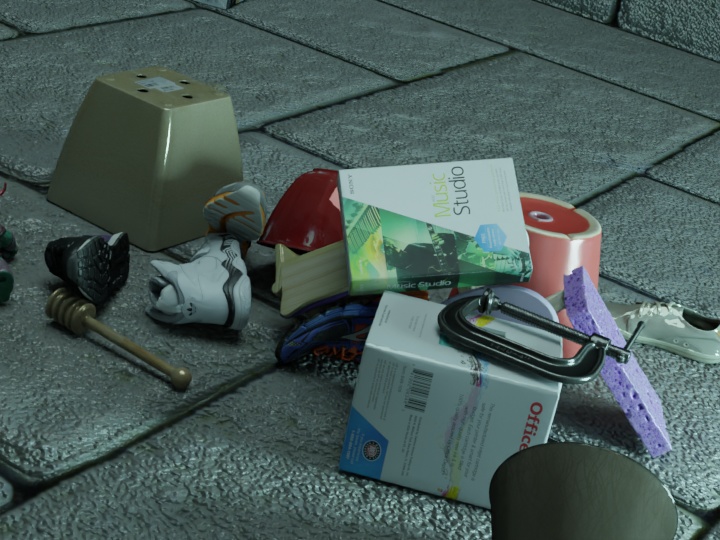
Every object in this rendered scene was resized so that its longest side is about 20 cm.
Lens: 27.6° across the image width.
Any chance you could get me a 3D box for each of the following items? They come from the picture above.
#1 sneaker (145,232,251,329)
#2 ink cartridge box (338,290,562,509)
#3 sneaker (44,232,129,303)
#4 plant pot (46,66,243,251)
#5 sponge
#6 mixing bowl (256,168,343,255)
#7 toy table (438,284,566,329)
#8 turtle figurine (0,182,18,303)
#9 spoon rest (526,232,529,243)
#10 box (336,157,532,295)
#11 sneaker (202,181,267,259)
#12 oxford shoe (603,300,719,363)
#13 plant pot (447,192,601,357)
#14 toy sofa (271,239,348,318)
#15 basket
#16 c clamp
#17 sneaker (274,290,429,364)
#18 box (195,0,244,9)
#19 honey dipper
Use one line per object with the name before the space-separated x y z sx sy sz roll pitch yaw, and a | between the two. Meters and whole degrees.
sneaker | -0.198 0.006 1.738 0.113 0.076 0.200 3 23 -16
ink cartridge box | 0.096 0.134 1.505 0.197 0.149 0.146 14 23 4
sneaker | -0.330 -0.005 1.695 0.086 0.077 0.200 2 4 4
plant pot | -0.273 -0.162 1.953 0.198 0.179 0.199 26 27 28
sponge | 0.287 0.102 1.647 0.030 0.201 0.112 -27 18 16
mixing bowl | -0.026 -0.065 1.851 0.197 0.110 0.200 12 -1 0
toy table | 0.138 0.080 1.636 0.198 0.186 0.117 -15 3 22
turtle figurine | -0.464 -0.043 1.703 0.148 0.102 0.201 1 31 -24
spoon rest | 0.112 -0.030 1.723 0.198 0.100 0.061 -14 39 37
box | 0.078 -0.049 1.586 0.197 0.037 0.146 -5 59 -4
sneaker | -0.149 -0.078 1.820 0.078 0.078 0.200 30 -18 -5
oxford shoe | 0.385 0.065 1.917 0.197 0.059 0.075 16 26 13
plant pot | 0.205 0.013 1.791 0.197 0.180 0.201 10 22 -4
toy sofa | 0.000 0.000 1.678 0.083 0.198 0.099 34 44 -48
basket | 0.187 0.263 1.287 0.178 0.138 0.200 11 27 8
c clamp | 0.181 0.065 1.493 0.198 0.027 0.171 19 28 12
sneaker | -0.003 0.077 1.678 0.197 0.080 0.075 -14 -8 -18
box | -0.293 -0.613 3.107 0.115 0.061 0.200 18 24 13
honey dipper | -0.262 0.079 1.603 0.199 0.038 0.038 29 28 24
